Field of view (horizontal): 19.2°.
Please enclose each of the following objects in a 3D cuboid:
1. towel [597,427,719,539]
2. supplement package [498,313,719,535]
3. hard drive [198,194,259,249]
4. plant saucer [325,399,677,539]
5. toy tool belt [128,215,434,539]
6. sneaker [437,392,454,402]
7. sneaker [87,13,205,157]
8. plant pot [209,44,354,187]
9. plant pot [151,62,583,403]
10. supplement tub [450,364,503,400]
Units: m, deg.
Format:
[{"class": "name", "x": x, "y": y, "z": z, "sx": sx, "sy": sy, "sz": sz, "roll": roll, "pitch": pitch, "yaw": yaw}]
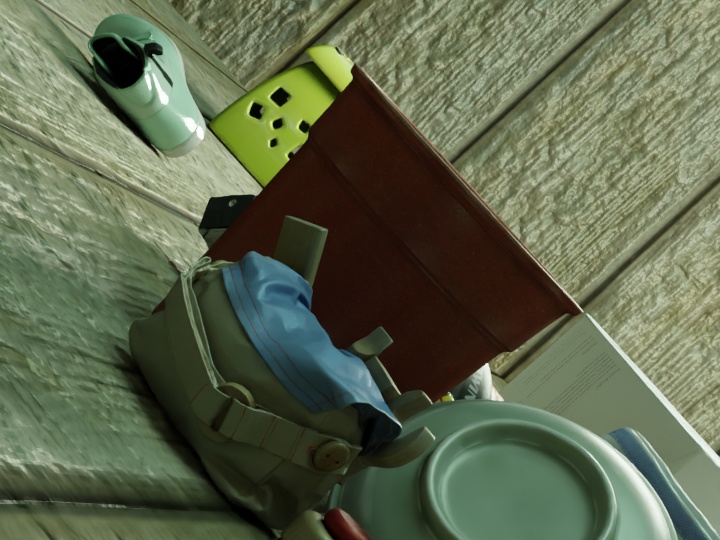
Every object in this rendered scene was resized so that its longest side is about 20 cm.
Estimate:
[{"class": "towel", "x": 0.111, "y": 0.169, "z": 1.183, "sx": 0.147, "sy": 0.200, "sz": 0.024, "roll": 56, "pitch": -30, "yaw": 32}, {"class": "supplement package", "x": 0.218, "y": 0.191, "z": 1.948, "sx": 0.147, "sy": 0.191, "sz": 0.200, "roll": 42, "pitch": 8, "yaw": -47}, {"class": "hard drive", "x": 0.000, "y": 0.000, "z": 1.516, "sx": 0.140, "sy": 0.200, "sz": 0.038, "roll": 62, "pitch": 34, "yaw": -46}, {"class": "plant saucer", "x": 0.082, "y": 0.135, "z": 1.153, "sx": 0.200, "sy": 0.200, "sz": 0.050, "roll": 50, "pitch": -35, "yaw": 32}, {"class": "toy tool belt", "x": -0.026, "y": 0.066, "z": 1.097, "sx": 0.200, "sy": 0.123, "sz": 0.125, "roll": 51, "pitch": 6, "yaw": 37}, {"class": "sneaker", "x": 0.059, "y": 0.172, "z": 1.386, "sx": 0.075, "sy": 0.076, "sz": 0.200, "roll": 56, "pitch": 11, "yaw": -78}, {"class": "sneaker", "x": -0.214, "y": -0.202, "z": 1.956, "sx": 0.200, "sy": 0.074, "sz": 0.118, "roll": 55, "pitch": 2, "yaw": 43}, {"class": "plant pot", "x": -0.052, "y": -0.170, "z": 2.630, "sx": 0.199, "sy": 0.181, "sz": 0.200, "roll": 48, "pitch": 5, "yaw": -3}, {"class": "plant pot", "x": -0.006, "y": 0.015, "z": 1.270, "sx": 0.201, "sy": 0.195, "sz": 0.201, "roll": 47, "pitch": 5, "yaw": -5}, {"class": "supplement tub", "x": 0.008, "y": 0.064, "z": 1.462, "sx": 0.200, "sy": 0.123, "sz": 0.123, "roll": 44, "pitch": 6, "yaw": -34}]
